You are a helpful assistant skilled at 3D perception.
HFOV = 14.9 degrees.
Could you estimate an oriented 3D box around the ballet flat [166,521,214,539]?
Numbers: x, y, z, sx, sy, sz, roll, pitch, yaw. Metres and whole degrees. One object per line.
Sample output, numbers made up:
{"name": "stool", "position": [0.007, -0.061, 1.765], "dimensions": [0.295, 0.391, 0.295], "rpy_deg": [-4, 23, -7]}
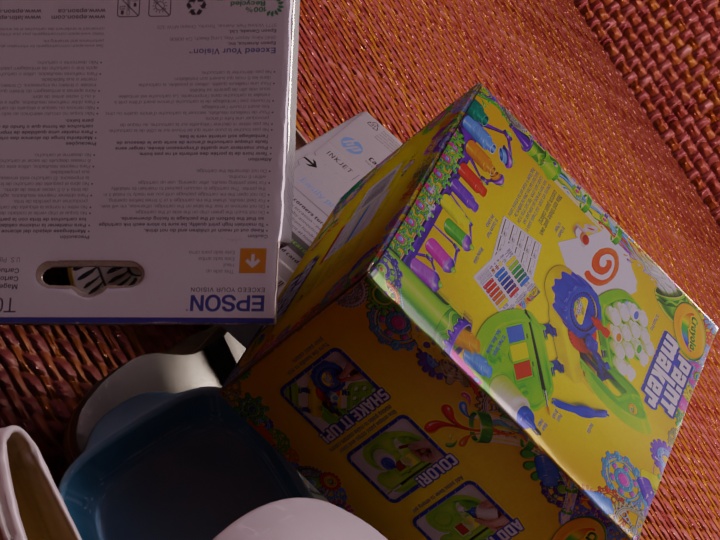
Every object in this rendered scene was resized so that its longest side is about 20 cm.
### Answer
{"name": "ballet flat", "position": [-0.050, 0.187, 1.433], "dimensions": [0.200, 0.071, 0.071], "rpy_deg": [29, 10, 16]}

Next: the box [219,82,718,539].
{"name": "box", "position": [0.062, 0.046, 1.430], "dimensions": [0.193, 0.122, 0.200], "rpy_deg": [45, 35, -9]}

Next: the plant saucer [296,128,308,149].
{"name": "plant saucer", "position": [-0.067, -0.061, 1.979], "dimensions": [0.200, 0.037, 0.201], "rpy_deg": [48, 16, -19]}

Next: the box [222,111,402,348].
{"name": "box", "position": [0.000, 0.000, 1.570], "dimensions": [0.156, 0.041, 0.200], "rpy_deg": [42, 38, 10]}

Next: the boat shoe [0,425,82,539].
{"name": "boat shoe", "position": [-0.125, 0.159, 1.257], "dimensions": [0.202, 0.086, 0.075], "rpy_deg": [61, 19, 18]}

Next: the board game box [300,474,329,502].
{"name": "board game box", "position": [0.032, 0.118, 1.512], "dimensions": [0.135, 0.035, 0.200], "rpy_deg": [29, 34, 12]}

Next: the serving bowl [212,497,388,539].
{"name": "serving bowl", "position": [-0.023, 0.208, 1.257], "dimensions": [0.066, 0.201, 0.200], "rpy_deg": [14, -11, 36]}

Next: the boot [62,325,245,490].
{"name": "boot", "position": [-0.114, 0.080, 1.516], "dimensions": [0.200, 0.075, 0.074], "rpy_deg": [-29, 100, -60]}

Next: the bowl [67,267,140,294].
{"name": "bowl", "position": [-0.125, -0.078, 1.567], "dimensions": [0.201, 0.094, 0.202], "rpy_deg": [172, -90, -88]}

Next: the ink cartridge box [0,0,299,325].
{"name": "ink cartridge box", "position": [-0.132, -0.061, 1.429], "dimensions": [0.043, 0.195, 0.201], "rpy_deg": [71, 21, -71]}

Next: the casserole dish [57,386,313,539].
{"name": "casserole dish", "position": [-0.070, 0.154, 1.390], "dimensions": [0.200, 0.121, 0.039], "rpy_deg": [58, -1, 18]}

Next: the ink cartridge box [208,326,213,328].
{"name": "ink cartridge box", "position": [-0.104, -0.064, 1.722], "dimensions": [0.200, 0.057, 0.163], "rpy_deg": [57, -18, 25]}
